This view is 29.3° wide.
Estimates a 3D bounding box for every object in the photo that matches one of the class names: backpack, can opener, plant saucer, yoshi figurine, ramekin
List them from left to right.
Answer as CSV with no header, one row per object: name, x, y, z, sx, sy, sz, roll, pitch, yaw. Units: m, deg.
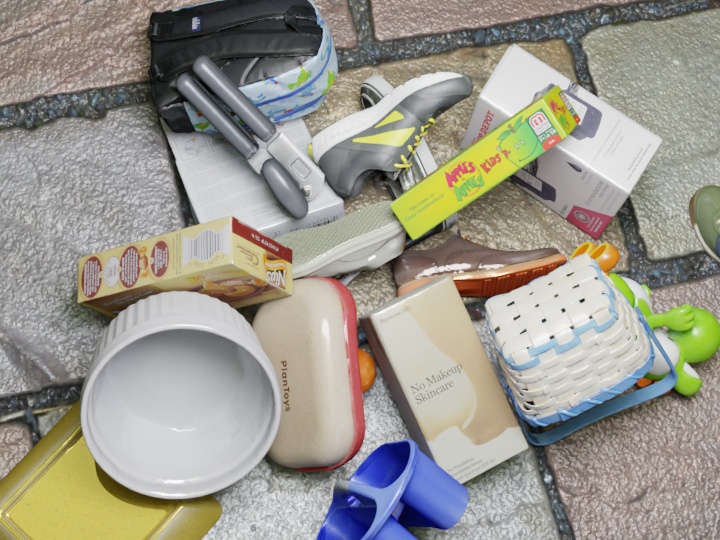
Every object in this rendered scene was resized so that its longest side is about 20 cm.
plant saucer,-0.276,0.250,1.413,0.199,0.049,0.200,40,72,9
ramekin,-0.182,0.116,1.382,0.197,0.203,0.105,-5,28,-8
backpack,-0.125,-0.237,1.557,0.198,0.154,0.165,-22,53,14
can opener,-0.115,-0.145,1.480,0.053,0.067,0.200,-41,102,9
yoshi figurine,0.322,0.044,1.520,0.200,0.112,0.113,46,44,-9

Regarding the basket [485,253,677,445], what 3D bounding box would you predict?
basket,0.228,0.091,1.435,0.175,0.201,0.140,-25,37,7

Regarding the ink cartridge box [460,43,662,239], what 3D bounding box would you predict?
ink cartridge box,0.222,-0.144,1.559,0.199,0.145,0.085,34,71,7

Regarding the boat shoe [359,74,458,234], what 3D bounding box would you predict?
boat shoe,0.040,-0.130,1.574,0.063,0.071,0.202,-24,76,-15

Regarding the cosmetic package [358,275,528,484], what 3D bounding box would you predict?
cosmetic package,0.087,0.118,1.458,0.104,0.071,0.202,-26,92,-12

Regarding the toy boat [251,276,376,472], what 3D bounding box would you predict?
toy boat,-0.035,0.108,1.462,0.130,0.129,0.203,-1,85,-49

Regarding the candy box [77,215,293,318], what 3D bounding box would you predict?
candy box,-0.182,0.006,1.427,0.198,0.115,0.056,-13,66,27

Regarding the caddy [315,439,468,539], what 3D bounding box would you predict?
caddy,0.019,0.242,1.375,0.105,0.200,0.142,36,72,-8

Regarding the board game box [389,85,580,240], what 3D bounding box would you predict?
board game box,0.132,-0.114,1.455,0.199,0.102,0.048,-34,94,23

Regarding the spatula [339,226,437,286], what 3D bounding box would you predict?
spatula,0.000,0.000,1.529,0.199,0.021,0.057,-32,55,0

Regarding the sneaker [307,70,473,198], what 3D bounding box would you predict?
sneaker,0.042,-0.148,1.517,0.198,0.074,0.085,-28,79,13

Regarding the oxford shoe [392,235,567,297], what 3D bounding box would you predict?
oxford shoe,0.133,-0.010,1.542,0.197,0.072,0.074,-9,66,-9

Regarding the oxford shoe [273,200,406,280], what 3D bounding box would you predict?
oxford shoe,-0.037,-0.015,1.498,0.197,0.058,0.076,-19,38,1

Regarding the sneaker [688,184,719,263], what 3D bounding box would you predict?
sneaker,0.448,-0.021,1.568,0.066,0.090,0.202,-20,73,-12

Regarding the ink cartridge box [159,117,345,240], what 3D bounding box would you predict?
ink cartridge box,-0.125,-0.113,1.574,0.161,0.057,0.201,-18,53,-12
